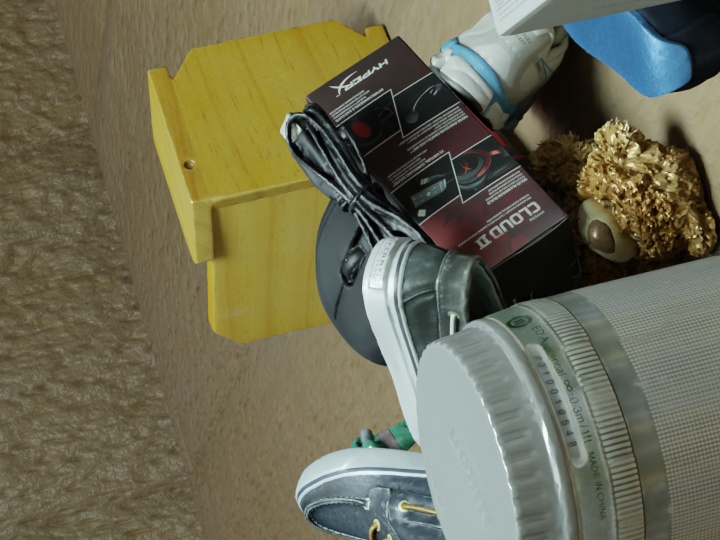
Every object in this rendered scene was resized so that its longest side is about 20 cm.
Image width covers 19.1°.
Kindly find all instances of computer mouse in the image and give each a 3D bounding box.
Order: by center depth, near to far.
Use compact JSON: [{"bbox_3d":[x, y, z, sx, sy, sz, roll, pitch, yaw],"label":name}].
[{"bbox_3d":[0.000,0.000,1.288,0.139,0.053,0.200,51,168,26],"label":"computer mouse"}]

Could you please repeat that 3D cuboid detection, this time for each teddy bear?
[{"bbox_3d":[0.145,-0.018,1.283,0.200,0.066,0.146,-171,66,-75],"label":"teddy bear"}]

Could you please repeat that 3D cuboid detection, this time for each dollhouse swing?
[{"bbox_3d":[-0.060,-0.071,1.750,0.176,0.199,0.183,102,151,-60],"label":"dollhouse swing"}]

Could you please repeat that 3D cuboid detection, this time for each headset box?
[{"bbox_3d":[0.061,-0.022,1.299,0.200,0.075,0.149,50,168,33],"label":"headset box"}]

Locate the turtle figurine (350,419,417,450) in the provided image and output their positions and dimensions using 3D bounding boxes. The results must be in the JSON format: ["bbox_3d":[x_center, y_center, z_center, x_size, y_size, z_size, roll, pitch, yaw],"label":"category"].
[{"bbox_3d":[0.048,0.086,1.431,0.150,0.100,0.201,-47,52,49],"label":"turtle figurine"}]

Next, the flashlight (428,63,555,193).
[{"bbox_3d":[0.080,-0.082,1.474,0.200,0.068,0.068,-124,24,-52],"label":"flashlight"}]

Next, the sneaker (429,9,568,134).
[{"bbox_3d":[0.101,-0.139,1.365,0.075,0.087,0.200,46,-172,-4],"label":"sneaker"}]

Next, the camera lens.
[{"bbox_3d":[0.146,0.084,1.102,0.160,0.199,0.161,167,90,-75],"label":"camera lens"}]

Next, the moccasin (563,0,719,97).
[{"bbox_3d":[0.150,-0.149,1.155,0.200,0.068,0.081,-119,13,-50],"label":"moccasin"}]

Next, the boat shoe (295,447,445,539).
[{"bbox_3d":[0.033,0.163,1.301,0.071,0.199,0.091,48,-131,-39],"label":"boat shoe"}]

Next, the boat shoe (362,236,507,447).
[{"bbox_3d":[0.062,0.056,1.191,0.072,0.071,0.200,-67,-31,-24],"label":"boat shoe"}]

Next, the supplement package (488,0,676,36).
[{"bbox_3d":[0.129,-0.233,0.984,0.151,0.151,0.201,152,104,-75],"label":"supplement package"}]
